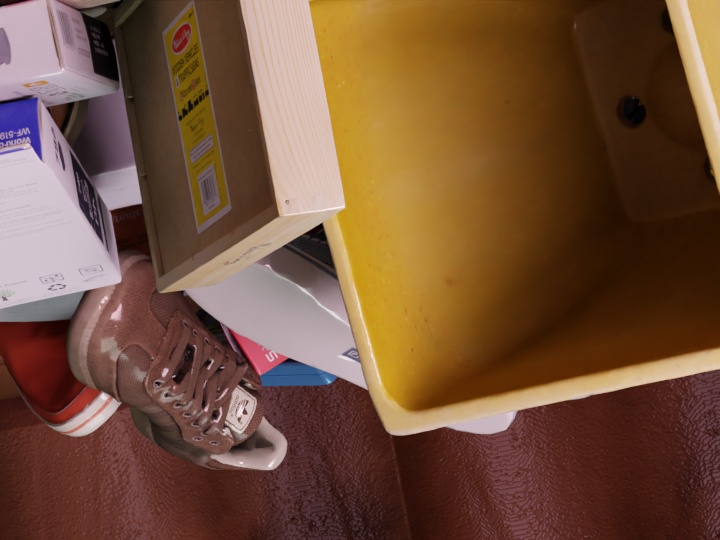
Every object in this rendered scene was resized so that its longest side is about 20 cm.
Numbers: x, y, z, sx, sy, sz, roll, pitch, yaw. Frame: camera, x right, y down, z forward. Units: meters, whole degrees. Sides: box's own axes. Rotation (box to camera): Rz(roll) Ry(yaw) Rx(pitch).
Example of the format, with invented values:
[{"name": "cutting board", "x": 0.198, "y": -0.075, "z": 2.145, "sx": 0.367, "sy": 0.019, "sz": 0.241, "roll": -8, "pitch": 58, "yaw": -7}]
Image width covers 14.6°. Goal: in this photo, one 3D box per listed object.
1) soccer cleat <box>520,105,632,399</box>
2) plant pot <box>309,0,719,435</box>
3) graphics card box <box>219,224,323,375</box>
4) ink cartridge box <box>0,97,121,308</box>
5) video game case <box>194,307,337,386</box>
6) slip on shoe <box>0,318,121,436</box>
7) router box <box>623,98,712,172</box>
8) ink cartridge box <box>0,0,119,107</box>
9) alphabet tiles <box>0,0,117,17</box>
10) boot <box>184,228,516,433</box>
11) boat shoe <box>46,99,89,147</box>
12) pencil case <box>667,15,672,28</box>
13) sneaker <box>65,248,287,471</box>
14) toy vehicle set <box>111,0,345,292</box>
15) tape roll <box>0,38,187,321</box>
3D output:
[{"name": "soccer cleat", "x": 0.088, "y": -0.038, "z": 1.352, "sx": 0.086, "sy": 0.200, "sz": 0.070, "roll": -19, "pitch": -175, "yaw": -14}, {"name": "plant pot", "x": 0.110, "y": -0.060, "z": 1.217, "sx": 0.194, "sy": 0.196, "sz": 0.200, "roll": -14, "pitch": -176, "yaw": 34}, {"name": "graphics card box", "x": 0.012, "y": -0.030, "z": 1.478, "sx": 0.200, "sy": 0.051, "sz": 0.125, "roll": -31, "pitch": -164, "yaw": 2}, {"name": "ink cartridge box", "x": -0.165, "y": -0.027, "z": 1.169, "sx": 0.099, "sy": 0.039, "sz": 0.200, "roll": -11, "pitch": 164, "yaw": 1}, {"name": "video game case", "x": -0.013, "y": -0.007, "z": 1.560, "sx": 0.143, "sy": 0.018, "sz": 0.200, "roll": -3, "pitch": -143, "yaw": 47}, {"name": "slip on shoe", "x": -0.177, "y": 0.011, "z": 1.475, "sx": 0.074, "sy": 0.200, "sz": 0.061, "roll": -44, "pitch": 139, "yaw": 15}, {"name": "router box", "x": 0.200, "y": -0.053, "z": 1.443, "sx": 0.149, "sy": 0.051, "sz": 0.200, "roll": 2, "pitch": -143, "yaw": 25}, {"name": "ink cartridge box", "x": -0.205, "y": -0.070, "z": 1.139, "sx": 0.200, "sy": 0.037, "sz": 0.095, "roll": -14, "pitch": 177, "yaw": 8}, {"name": "alphabet tiles", "x": -0.189, "y": -0.100, "z": 1.113, "sx": 0.200, "sy": 0.015, "sz": 0.196, "roll": -11, "pitch": 174, "yaw": 17}, {"name": "boot", "x": 0.000, "y": 0.000, "z": 1.372, "sx": 0.200, "sy": 0.091, "sz": 0.073, "roll": 30, "pitch": 149, "yaw": -26}, {"name": "boat shoe", "x": -0.209, "y": -0.053, "z": 1.255, "sx": 0.200, "sy": 0.072, "sz": 0.068, "roll": -23, "pitch": 156, "yaw": 34}, {"name": "pencil case", "x": 0.238, "y": -0.118, "z": 1.350, "sx": 0.199, "sy": 0.085, "sz": 0.092, "roll": -10, "pitch": 164, "yaw": -7}, {"name": "sneaker", "x": -0.082, "y": 0.047, "z": 1.378, "sx": 0.075, "sy": 0.071, "sz": 0.200, "roll": 22, "pitch": 168, "yaw": 17}, {"name": "toy vehicle set", "x": -0.057, "y": -0.067, "z": 1.120, "sx": 0.026, "sy": 0.125, "sz": 0.200, "roll": -8, "pitch": 174, "yaw": -18}, {"name": "tape roll", "x": -0.118, "y": -0.041, "z": 1.355, "sx": 0.200, "sy": 0.066, "sz": 0.200, "roll": -13, "pitch": 161, "yaw": -4}]
